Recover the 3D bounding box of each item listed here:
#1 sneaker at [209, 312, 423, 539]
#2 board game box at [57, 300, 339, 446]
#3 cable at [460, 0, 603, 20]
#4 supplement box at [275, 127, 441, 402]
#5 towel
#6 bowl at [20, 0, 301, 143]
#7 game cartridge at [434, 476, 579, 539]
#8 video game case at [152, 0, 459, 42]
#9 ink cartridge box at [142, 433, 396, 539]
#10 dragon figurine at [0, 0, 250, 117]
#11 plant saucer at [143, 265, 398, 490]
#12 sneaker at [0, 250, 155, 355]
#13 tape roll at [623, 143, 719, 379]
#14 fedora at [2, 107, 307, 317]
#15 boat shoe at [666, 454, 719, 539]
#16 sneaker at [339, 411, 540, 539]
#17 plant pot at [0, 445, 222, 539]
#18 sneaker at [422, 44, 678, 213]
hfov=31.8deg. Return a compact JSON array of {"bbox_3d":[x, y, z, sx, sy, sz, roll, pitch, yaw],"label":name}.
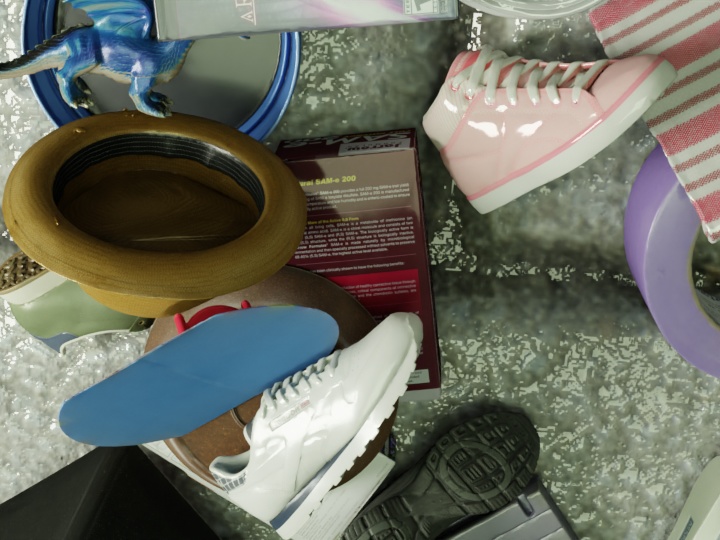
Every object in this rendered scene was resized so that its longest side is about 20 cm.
[{"bbox_3d":[-0.030,0.101,0.894,0.080,0.076,0.200,37,109,1],"label":"sneaker"},{"bbox_3d":[-0.115,0.059,0.867,0.199,0.158,0.039,-30,66,15],"label":"board game box"},{"bbox_3d":[0.113,-0.273,0.848,0.198,0.069,0.201,3,112,-1],"label":"cable"},{"bbox_3d":[0.000,0.000,0.956,0.108,0.061,0.201,-4,111,5],"label":"supplement box"},{"bbox_3d":[0.259,-0.134,0.861,0.146,0.030,0.201,-28,69,11],"label":"towel"},{"bbox_3d":[-0.141,-0.165,0.908,0.199,0.039,0.202,0,110,1],"label":"bowl"},{"bbox_3d":[0.097,0.273,1.075,0.199,0.038,0.130,-30,111,11],"label":"game cartridge"},{"bbox_3d":[-0.038,-0.226,0.807,0.198,0.019,0.144,-6,109,-5],"label":"video game case"},{"bbox_3d":[-0.081,0.131,1.014,0.199,0.050,0.109,34,109,-10],"label":"ink cartridge box"},{"bbox_3d":[-0.170,-0.163,0.856,0.198,0.059,0.100,7,109,-7],"label":"dragon figurine"},{"bbox_3d":[-0.071,0.094,0.949,0.199,0.035,0.202,2,112,6],"label":"plant saucer"},{"bbox_3d":[-0.172,0.001,0.964,0.199,0.067,0.090,-23,124,4],"label":"sneaker"},{"bbox_3d":[0.299,-0.022,0.932,0.198,0.085,0.201,0,110,1],"label":"tape roll"},{"bbox_3d":[-0.137,-0.027,0.852,0.199,0.201,0.082,9,134,-2],"label":"fedora"},{"bbox_3d":[0.286,0.250,1.042,0.071,0.070,0.202,22,107,-4],"label":"boat shoe"},{"bbox_3d":[0.056,0.179,1.020,0.199,0.091,0.076,-34,91,-9],"label":"sneaker"},{"bbox_3d":[-0.221,0.288,0.987,0.199,0.178,0.200,-30,108,27],"label":"plant pot"},{"bbox_3d":[0.116,-0.118,0.868,0.105,0.075,0.200,52,142,-7],"label":"sneaker"}]
